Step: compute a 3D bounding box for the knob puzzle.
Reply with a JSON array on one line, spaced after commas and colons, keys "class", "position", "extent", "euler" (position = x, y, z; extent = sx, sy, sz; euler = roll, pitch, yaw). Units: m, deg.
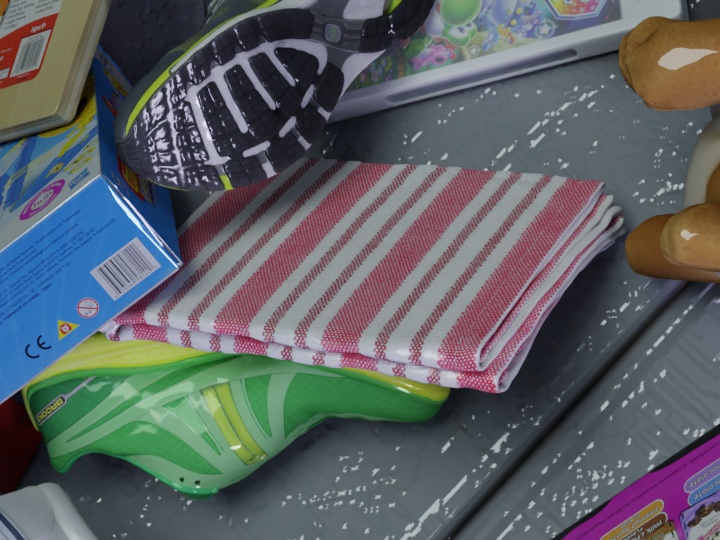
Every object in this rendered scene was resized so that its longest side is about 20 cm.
[{"class": "knob puzzle", "position": [-0.160, -0.147, 1.031], "extent": [0.219, 0.030, 0.221], "euler": [-30, 46, 37]}]

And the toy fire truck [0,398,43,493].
[{"class": "toy fire truck", "position": [-0.181, 0.165, 0.954], "extent": [0.140, 0.049, 0.201], "euler": [28, 83, 32]}]

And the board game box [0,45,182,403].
[{"class": "board game box", "position": [-0.181, 0.000, 0.961], "extent": [0.199, 0.056, 0.196], "euler": [-37, 23, 7]}]

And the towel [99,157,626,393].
[{"class": "towel", "position": [0.000, 0.000, 0.908], "extent": [0.199, 0.030, 0.146], "euler": [6, 33, 29]}]

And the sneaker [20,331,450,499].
[{"class": "sneaker", "position": [-0.054, 0.058, 0.938], "extent": [0.198, 0.074, 0.084], "euler": [-2, 106, 14]}]

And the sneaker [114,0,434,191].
[{"class": "sneaker", "position": [-0.045, -0.101, 0.946], "extent": [0.081, 0.074, 0.200], "euler": [5, 36, 42]}]

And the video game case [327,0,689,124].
[{"class": "video game case", "position": [0.052, -0.155, 0.999], "extent": [0.198, 0.018, 0.144], "euler": [-13, 63, 20]}]

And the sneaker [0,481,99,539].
[{"class": "sneaker", "position": [-0.095, 0.165, 0.858], "extent": [0.071, 0.073, 0.200], "euler": [-28, 70, -34]}]

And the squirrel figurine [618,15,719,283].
[{"class": "squirrel figurine", "position": [0.201, -0.087, 0.817], "extent": [0.198, 0.142, 0.188], "euler": [5, 88, 9]}]

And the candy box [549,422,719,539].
[{"class": "candy box", "position": [0.131, 0.159, 0.745], "extent": [0.136, 0.061, 0.201], "euler": [-37, 31, 21]}]
